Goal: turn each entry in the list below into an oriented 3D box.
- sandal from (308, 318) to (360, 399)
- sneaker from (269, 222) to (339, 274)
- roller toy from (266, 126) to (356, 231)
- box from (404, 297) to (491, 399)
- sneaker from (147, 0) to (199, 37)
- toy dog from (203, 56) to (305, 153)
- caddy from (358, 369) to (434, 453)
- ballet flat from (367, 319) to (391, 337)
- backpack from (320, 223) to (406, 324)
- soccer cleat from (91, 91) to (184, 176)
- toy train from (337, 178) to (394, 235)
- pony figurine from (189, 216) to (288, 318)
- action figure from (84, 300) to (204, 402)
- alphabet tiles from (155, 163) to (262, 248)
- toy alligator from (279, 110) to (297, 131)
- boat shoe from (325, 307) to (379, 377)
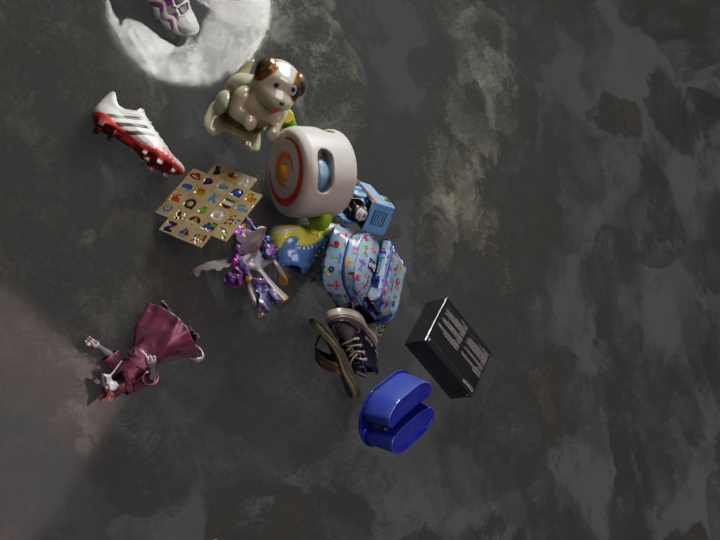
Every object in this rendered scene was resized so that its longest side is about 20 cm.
[{"bbox_3d":[-0.062,0.194,1.718,0.057,0.080,0.204,-28,106,-9],"label":"sandal"},{"bbox_3d":[-0.113,-0.048,1.744,0.197,0.075,0.108,-5,97,-39],"label":"sneaker"},{"bbox_3d":[-0.108,-0.203,1.666,0.138,0.184,0.202,-2,50,-36],"label":"roller toy"},{"bbox_3d":[0.214,0.190,1.960,0.201,0.078,0.142,50,49,-21],"label":"box"},{"bbox_3d":[-0.369,-0.561,1.584,0.200,0.139,0.078,47,53,-22],"label":"sneaker"},{"bbox_3d":[-0.196,-0.351,1.647,0.138,0.198,0.197,30,61,-32],"label":"toy dog"},{"bbox_3d":[0.075,0.309,1.790,0.199,0.104,0.144,-30,122,-42],"label":"caddy"},{"bbox_3d":[0.056,0.051,1.861,0.073,0.074,0.204,18,68,-37],"label":"ballet flat"},{"bbox_3d":[0.000,0.000,1.738,0.201,0.132,0.185,56,44,-52],"label":"backpack"},{"bbox_3d":[-0.408,-0.253,1.524,0.198,0.068,0.086,34,63,-26],"label":"soccer cleat"},{"bbox_3d":[-0.005,-0.151,1.781,0.112,0.200,0.088,16,109,-26],"label":"toy train"},{"bbox_3d":[-0.221,-0.014,1.593,0.202,0.165,0.193,60,17,-8],"label":"pony figurine"},{"bbox_3d":[-0.391,0.157,1.437,0.201,0.133,0.150,-51,155,-24],"label":"action figure"},{"bbox_3d":[-0.291,-0.127,1.556,0.201,0.164,0.006,-57,159,-34],"label":"alphabet tiles"},{"bbox_3d":[-0.172,-0.335,1.767,0.053,0.059,0.204,-16,90,-2],"label":"toy alligator"},{"bbox_3d":[-0.011,0.157,1.724,0.200,0.073,0.094,43,33,-52],"label":"boat shoe"}]
